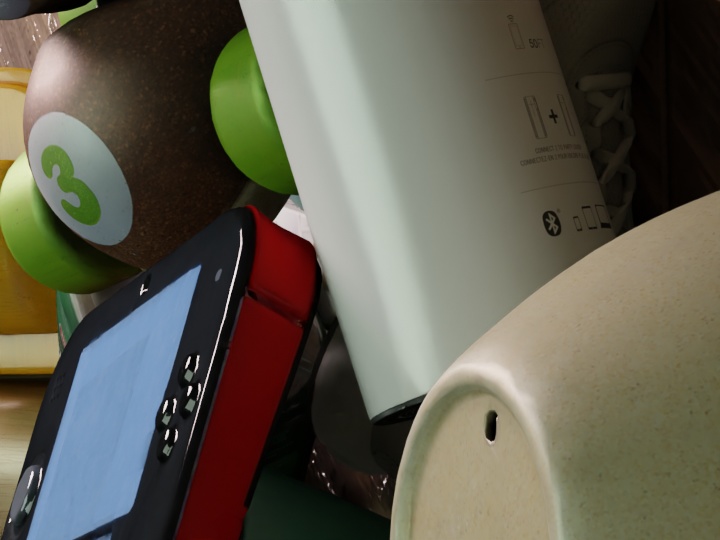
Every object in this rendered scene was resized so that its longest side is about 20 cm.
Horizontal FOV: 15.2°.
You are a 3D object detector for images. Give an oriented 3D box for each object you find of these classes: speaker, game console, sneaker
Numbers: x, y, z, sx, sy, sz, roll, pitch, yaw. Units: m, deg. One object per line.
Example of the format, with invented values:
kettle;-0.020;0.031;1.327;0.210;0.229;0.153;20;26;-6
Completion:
speaker;0.011;-0.064;0.737;0.081;0.081;0.200;-31;75;64
game console;-0.077;0.080;0.786;0.200;0.031;0.177;-32;36;64
sneaker;0.061;-0.014;0.797;0.092;0.076;0.200;32;113;34

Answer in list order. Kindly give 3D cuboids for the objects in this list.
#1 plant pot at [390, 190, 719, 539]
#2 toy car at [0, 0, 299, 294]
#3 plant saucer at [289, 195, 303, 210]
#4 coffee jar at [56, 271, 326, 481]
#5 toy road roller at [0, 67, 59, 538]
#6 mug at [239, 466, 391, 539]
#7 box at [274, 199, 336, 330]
plant pot;0.085;0.069;0.624;0.200;0.134;0.200;-179;90;-67
toy car;-0.104;-0.100;0.832;0.164;0.200;0.158;-21;50;52
plant saucer;-0.002;-0.117;0.916;0.201;0.039;0.201;-21;64;52
coffee jar;-0.066;0.068;0.998;0.200;0.085;0.104;98;149;-54
toy road roller;-0.144;0.016;1.118;0.123;0.146;0.200;-1;90;24
mug;-0.015;0.146;0.754;0.152;0.114;0.185;-62;16;8
box;0.000;0.000;0.958;0.200;0.041;0.039;-160;73;-66
